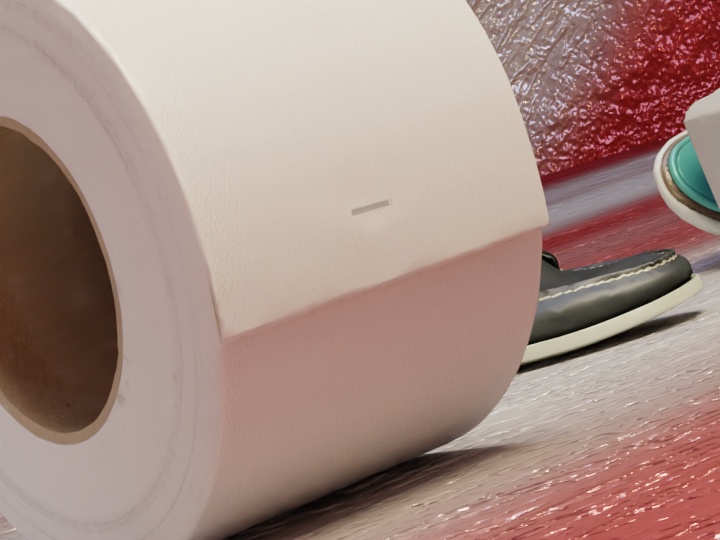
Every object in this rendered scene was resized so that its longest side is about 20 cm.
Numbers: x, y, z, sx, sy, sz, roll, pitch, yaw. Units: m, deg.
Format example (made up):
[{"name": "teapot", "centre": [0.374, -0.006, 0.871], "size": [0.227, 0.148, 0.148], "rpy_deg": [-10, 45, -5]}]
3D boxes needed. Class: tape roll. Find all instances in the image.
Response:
[{"name": "tape roll", "centre": [-0.056, -0.015, 0.787], "size": [0.139, 0.204, 0.202], "rpy_deg": [-18, 3, -37]}]

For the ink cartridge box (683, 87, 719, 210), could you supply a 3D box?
[{"name": "ink cartridge box", "centre": [0.273, -0.080, 1.090], "size": [0.146, 0.083, 0.199], "rpy_deg": [-30, 9, -33]}]

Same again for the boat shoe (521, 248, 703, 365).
[{"name": "boat shoe", "centre": [0.048, 0.010, 1.023], "size": [0.198, 0.067, 0.074], "rpy_deg": [-16, 3, 24]}]

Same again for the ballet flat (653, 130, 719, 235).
[{"name": "ballet flat", "centre": [0.228, -0.047, 1.220], "size": [0.199, 0.070, 0.069], "rpy_deg": [-14, 1, -28]}]
